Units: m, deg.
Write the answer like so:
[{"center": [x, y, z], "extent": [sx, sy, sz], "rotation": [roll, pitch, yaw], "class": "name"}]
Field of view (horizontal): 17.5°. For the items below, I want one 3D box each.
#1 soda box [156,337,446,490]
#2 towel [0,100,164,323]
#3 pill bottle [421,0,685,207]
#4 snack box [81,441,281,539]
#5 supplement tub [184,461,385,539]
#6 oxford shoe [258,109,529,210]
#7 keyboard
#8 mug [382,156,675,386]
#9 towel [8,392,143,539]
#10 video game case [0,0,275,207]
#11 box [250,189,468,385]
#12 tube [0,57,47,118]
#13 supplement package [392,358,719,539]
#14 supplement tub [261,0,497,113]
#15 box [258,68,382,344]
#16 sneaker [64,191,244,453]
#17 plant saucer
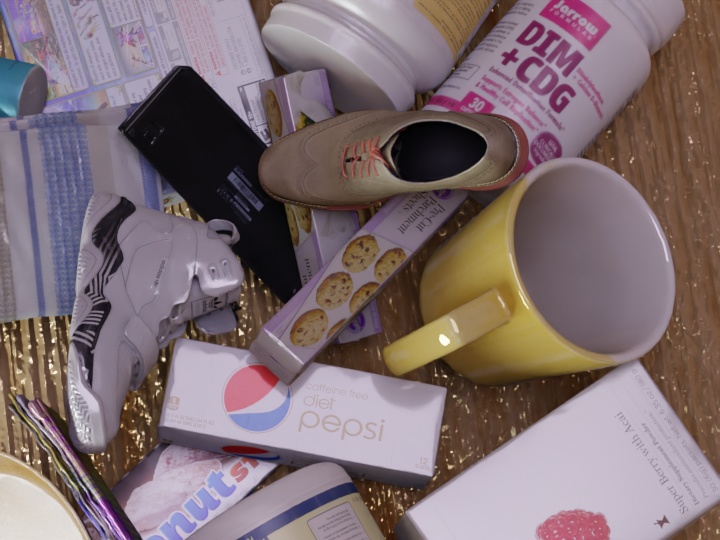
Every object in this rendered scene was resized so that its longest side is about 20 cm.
[{"center": [-0.043, 0.103, 1.673], "extent": [0.199, 0.064, 0.068], "rotation": [11, 75, -2], "class": "soda box"}, {"center": [-0.232, -0.039, 1.668], "extent": [0.199, 0.024, 0.148], "rotation": [-8, 90, -24], "class": "towel"}, {"center": [0.144, -0.146, 1.743], "extent": [0.113, 0.113, 0.200], "rotation": [40, 77, 6], "class": "pill bottle"}, {"center": [-0.122, 0.153, 1.700], "extent": [0.200, 0.024, 0.072], "rotation": [-43, 84, -12], "class": "snack box"}, {"center": [-0.027, 0.250, 1.620], "extent": [0.145, 0.145, 0.200], "rotation": [-29, 79, -10], "class": "supplement tub"}, {"center": [0.012, -0.083, 1.630], "extent": [0.199, 0.075, 0.071], "rotation": [-8, 85, 21], "class": "oxford shoe"}, {"center": [-0.103, -0.039, 1.708], "extent": [0.200, 0.021, 0.127], "rotation": [47, 68, -18], "class": "keyboard"}, {"center": [0.104, 0.010, 1.663], "extent": [0.186, 0.153, 0.150], "rotation": [12, 67, -32], "class": "mug"}, {"center": [-0.174, 0.171, 1.606], "extent": [0.023, 0.144, 0.200], "rotation": [-34, 82, -6], "class": "towel"}, {"center": [-0.161, -0.148, 1.759], "extent": [0.180, 0.045, 0.201], "rotation": [-17, 79, -8], "class": "video game case"}, {"center": [0.000, 0.000, 1.665], "extent": [0.041, 0.039, 0.200], "rotation": [43, 59, 4], "class": "box"}, {"center": [-0.331, -0.147, 1.721], "extent": [0.199, 0.077, 0.051], "rotation": [14, 106, 12], "class": "tube"}, {"center": [0.140, 0.172, 1.662], "extent": [0.200, 0.120, 0.121], "rotation": [-33, 81, -10], "class": "supplement package"}, {"center": [0.031, -0.223, 1.739], "extent": [0.145, 0.145, 0.200], "rotation": [33, 77, 5], "class": "supplement tub"}, {"center": [-0.029, -0.046, 1.714], "extent": [0.039, 0.041, 0.201], "rotation": [-14, 95, -30], "class": "box"}, {"center": [-0.140, 0.036, 1.606], "extent": [0.114, 0.075, 0.201], "rotation": [5, 55, -5], "class": "sneaker"}, {"center": [-0.250, 0.216, 1.629], "extent": [0.199, 0.035, 0.201], "rotation": [6, 103, 28], "class": "plant saucer"}]
